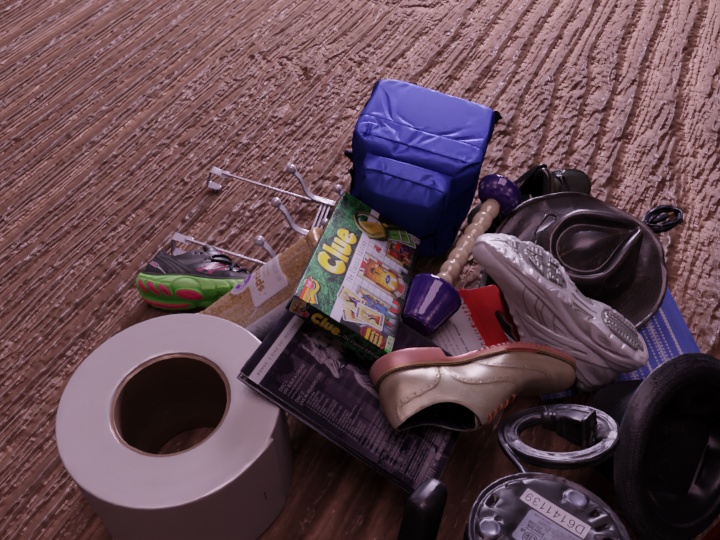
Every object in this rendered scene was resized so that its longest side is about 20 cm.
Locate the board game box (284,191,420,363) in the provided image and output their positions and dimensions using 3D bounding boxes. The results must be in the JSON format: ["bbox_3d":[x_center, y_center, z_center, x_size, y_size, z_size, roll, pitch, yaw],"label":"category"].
[{"bbox_3d":[0.000,0.000,0.738,0.105,0.023,0.200,30,36,-7],"label":"board game box"}]

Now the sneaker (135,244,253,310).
[{"bbox_3d":[-0.168,0.007,0.883,0.200,0.077,0.084,8,54,6],"label":"sneaker"}]

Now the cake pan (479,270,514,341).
[{"bbox_3d":[0.240,0.041,0.872,0.200,0.037,0.200,-1,49,1],"label":"cake pan"}]

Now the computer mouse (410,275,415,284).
[{"bbox_3d":[-0.010,0.069,0.839,0.138,0.053,0.200,26,51,-5],"label":"computer mouse"}]

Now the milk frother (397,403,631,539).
[{"bbox_3d":[0.145,0.234,0.609,0.200,0.188,0.180,-20,42,-29],"label":"milk frother"}]

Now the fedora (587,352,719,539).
[{"bbox_3d":[0.279,0.160,0.704,0.201,0.201,0.092,-35,26,-26],"label":"fedora"}]

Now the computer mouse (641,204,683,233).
[{"bbox_3d":[0.313,-0.043,0.904,0.200,0.034,0.059,-13,33,-16],"label":"computer mouse"}]

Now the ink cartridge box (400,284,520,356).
[{"bbox_3d":[0.078,0.092,0.781,0.200,0.067,0.116,-10,61,-28],"label":"ink cartridge box"}]

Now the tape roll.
[{"bbox_3d":[-0.169,0.161,0.707,0.203,0.139,0.203,0,49,0],"label":"tape roll"}]

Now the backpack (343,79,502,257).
[{"bbox_3d":[0.055,-0.102,0.894,0.162,0.200,0.168,22,61,8],"label":"backpack"}]

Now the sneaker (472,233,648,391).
[{"bbox_3d":[0.178,0.049,0.728,0.200,0.099,0.078,42,31,5],"label":"sneaker"}]

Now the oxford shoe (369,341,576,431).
[{"bbox_3d":[0.110,0.113,0.669,0.200,0.071,0.074,-3,49,-13],"label":"oxford shoe"}]

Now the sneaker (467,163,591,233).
[{"bbox_3d":[0.239,-0.091,0.921,0.199,0.114,0.076,-18,85,-30],"label":"sneaker"}]

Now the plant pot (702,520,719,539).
[{"bbox_3d":[0.460,0.217,0.625,0.200,0.176,0.200,-31,56,-24],"label":"plant pot"}]

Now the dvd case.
[{"bbox_3d":[0.007,0.101,0.690,0.200,0.016,0.149,34,50,2],"label":"dvd case"}]

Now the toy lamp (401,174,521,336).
[{"bbox_3d":[0.105,-0.017,0.776,0.058,0.058,0.200,23,62,20],"label":"toy lamp"}]

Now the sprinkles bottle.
[{"bbox_3d":[-0.106,0.035,0.802,0.200,0.068,0.068,-35,50,14],"label":"sprinkles bottle"}]

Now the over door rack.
[{"bbox_3d":[-0.133,-0.073,0.958,0.200,0.067,0.148,10,49,9],"label":"over door rack"}]

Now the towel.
[{"bbox_3d":[0.265,0.062,0.808,0.200,0.024,0.145,-7,59,-13],"label":"towel"}]

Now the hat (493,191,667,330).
[{"bbox_3d":[0.244,-0.022,0.785,0.200,0.081,0.201,2,63,-4],"label":"hat"}]
